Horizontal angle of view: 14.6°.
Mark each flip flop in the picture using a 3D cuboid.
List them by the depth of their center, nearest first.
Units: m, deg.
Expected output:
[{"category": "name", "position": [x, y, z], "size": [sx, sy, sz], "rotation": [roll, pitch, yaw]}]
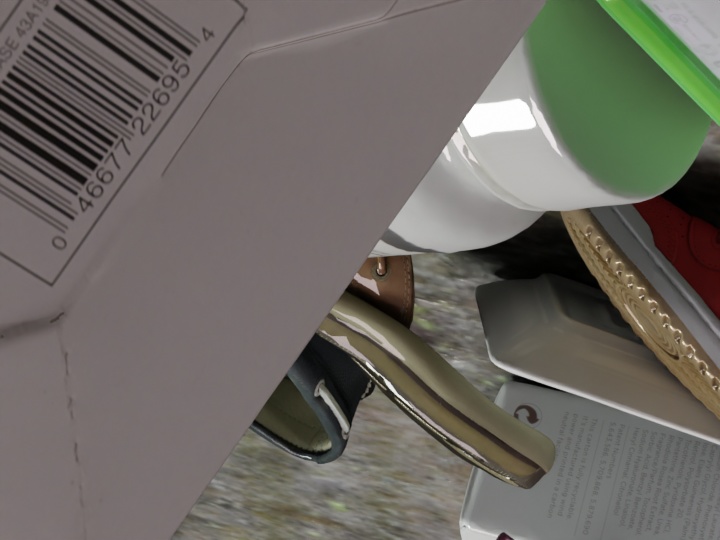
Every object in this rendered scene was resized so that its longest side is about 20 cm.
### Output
[{"category": "flip flop", "position": [0.000, 0.000, 0.996], "size": [0.200, 0.058, 0.081], "rotation": [41, 179, -10]}]

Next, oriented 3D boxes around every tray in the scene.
[{"category": "tray", "position": [0.140, 0.043, 1.012], "size": [0.200, 0.022, 0.107], "rotation": [19, -168, -6]}]

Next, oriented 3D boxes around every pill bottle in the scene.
[{"category": "pill bottle", "position": [-0.005, -0.060, 0.802], "size": [0.200, 0.113, 0.113], "rotation": [-4, 150, 40]}]

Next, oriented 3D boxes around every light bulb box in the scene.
[{"category": "light bulb box", "position": [-0.091, -0.052, 0.685], "size": [0.125, 0.198, 0.200], "rotation": [35, 180, -37]}]

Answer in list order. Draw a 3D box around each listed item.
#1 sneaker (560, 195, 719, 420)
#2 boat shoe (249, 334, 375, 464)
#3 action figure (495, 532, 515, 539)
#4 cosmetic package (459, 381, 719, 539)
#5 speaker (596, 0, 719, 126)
[{"category": "sneaker", "position": [0.166, 0.014, 0.928], "size": [0.200, 0.112, 0.071], "rotation": [45, 177, 14]}, {"category": "boat shoe", "position": [-0.060, 0.010, 1.068], "size": [0.076, 0.060, 0.200], "rotation": [-7, 148, 44]}, {"category": "action figure", "position": [0.082, 0.150, 1.110], "size": [0.149, 0.134, 0.200], "rotation": [-23, 170, -12]}, {"category": "cosmetic package", "position": [0.147, 0.115, 1.154], "size": [0.200, 0.074, 0.102], "rotation": [13, 156, 12]}, {"category": "speaker", "position": [0.099, -0.085, 0.705], "size": [0.088, 0.089, 0.200], "rotation": [-3, 151, 39]}]
